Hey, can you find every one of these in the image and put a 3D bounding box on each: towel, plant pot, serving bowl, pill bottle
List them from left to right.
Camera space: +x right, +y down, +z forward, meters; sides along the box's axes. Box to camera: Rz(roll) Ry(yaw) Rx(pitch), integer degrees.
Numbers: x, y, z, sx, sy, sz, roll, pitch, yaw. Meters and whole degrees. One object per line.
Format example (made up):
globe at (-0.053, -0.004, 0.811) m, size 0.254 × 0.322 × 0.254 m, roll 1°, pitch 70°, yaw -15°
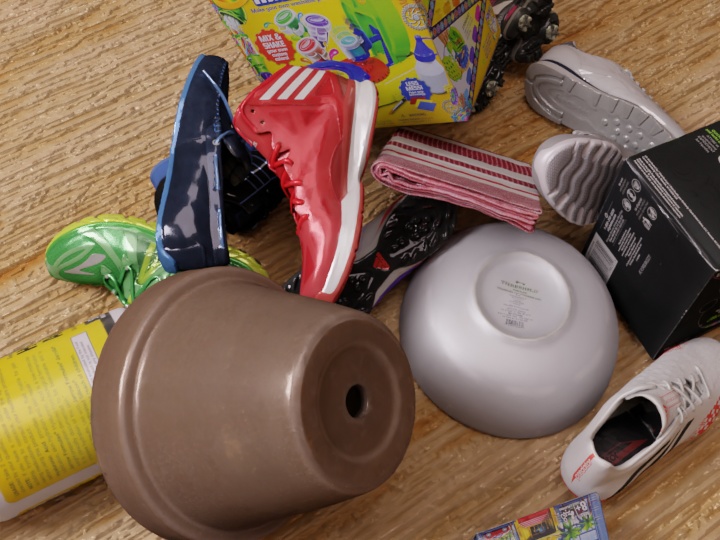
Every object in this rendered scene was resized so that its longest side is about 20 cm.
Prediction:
pill bottle at (-0.246, 0.117, 0.701) m, size 0.197 × 0.112 × 0.112 m, roll -25°, pitch 64°, yaw -19°
plant pot at (-0.059, 0.094, 0.644) m, size 0.198 × 0.173 × 0.205 m, roll 7°, pitch 80°, yaw -43°
towel at (0.088, -0.087, 0.835) m, size 0.141 × 0.023 × 0.200 m, roll 18°, pitch 19°, yaw 3°
serving bowl at (0.133, 0.037, 0.807) m, size 0.195 × 0.066 × 0.204 m, roll 2°, pitch 60°, yaw -3°

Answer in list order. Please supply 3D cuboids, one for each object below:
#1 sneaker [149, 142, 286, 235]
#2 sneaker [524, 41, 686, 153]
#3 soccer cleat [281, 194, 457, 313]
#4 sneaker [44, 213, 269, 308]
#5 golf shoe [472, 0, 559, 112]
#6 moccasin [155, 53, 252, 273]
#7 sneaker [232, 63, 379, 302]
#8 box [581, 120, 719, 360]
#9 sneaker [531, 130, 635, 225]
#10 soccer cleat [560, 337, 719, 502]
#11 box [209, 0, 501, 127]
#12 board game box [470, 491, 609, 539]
sneaker at (-0.091, -0.080, 0.861) m, size 0.196 × 0.070 × 0.079 m, roll -19°, pitch 64°, yaw -7°
sneaker at (0.262, -0.164, 0.938) m, size 0.199 × 0.077 × 0.080 m, roll 41°, pitch 54°, yaw 17°
soccer cleat at (0.000, 0.000, 0.827) m, size 0.199 × 0.073 × 0.069 m, roll -39°, pitch 93°, yaw -6°
sneaker at (-0.176, 0.010, 0.792) m, size 0.196 × 0.075 × 0.085 m, roll 11°, pitch 54°, yaw 2°
golf shoe at (0.116, -0.225, 0.971) m, size 0.199 × 0.078 × 0.088 m, roll -37°, pitch 41°, yaw -20°
moccasin at (-0.123, -0.088, 0.791) m, size 0.067 × 0.081 × 0.204 m, roll 4°, pitch 70°, yaw 1°
sneaker at (-0.056, -0.071, 0.752) m, size 0.113 × 0.078 × 0.204 m, roll 13°, pitch 68°, yaw -13°
box at (0.320, -0.041, 0.819) m, size 0.197 × 0.150 × 0.125 m, roll -21°, pitch 61°, yaw -18°
sneaker at (0.200, -0.090, 0.854) m, size 0.082 × 0.076 × 0.198 m, roll 36°, pitch 18°, yaw 32°
soccer cleat at (0.241, 0.113, 0.759) m, size 0.198 × 0.086 × 0.069 m, roll -33°, pitch 66°, yaw -21°
box at (-0.005, -0.240, 0.845) m, size 0.197 × 0.194 × 0.123 m, roll 1°, pitch 52°, yaw 33°
board game box at (0.117, 0.288, 0.658) m, size 0.196 × 0.062 × 0.202 m, roll -15°, pitch 61°, yaw -13°
